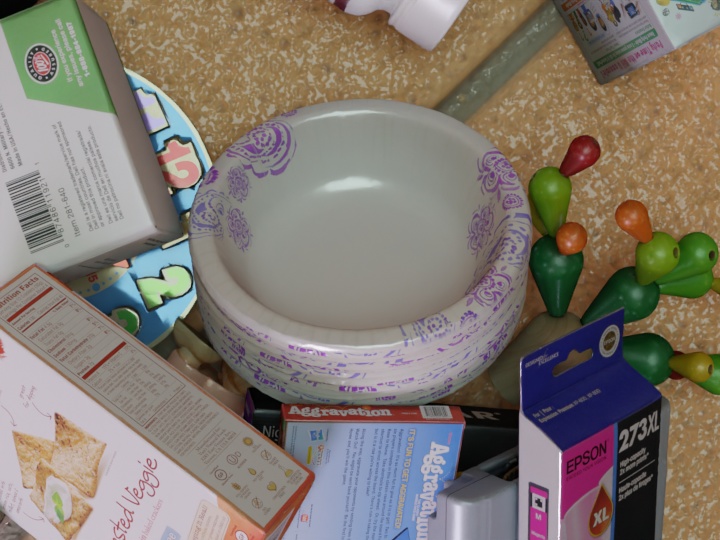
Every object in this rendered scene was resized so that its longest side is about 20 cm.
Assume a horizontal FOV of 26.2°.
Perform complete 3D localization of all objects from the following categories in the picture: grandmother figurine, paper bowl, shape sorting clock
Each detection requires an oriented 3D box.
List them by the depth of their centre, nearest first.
[{"bbox_3d":[0.000,0.000,0.923,0.199,0.105,0.202,0,49,0],"label":"paper bowl"},{"bbox_3d":[-0.140,0.135,0.960,0.121,0.061,0.200,39,89,-12],"label":"grandmother figurine"},{"bbox_3d":[-0.186,-0.035,0.964,0.199,0.039,0.202,0,89,-6],"label":"shape sorting clock"}]

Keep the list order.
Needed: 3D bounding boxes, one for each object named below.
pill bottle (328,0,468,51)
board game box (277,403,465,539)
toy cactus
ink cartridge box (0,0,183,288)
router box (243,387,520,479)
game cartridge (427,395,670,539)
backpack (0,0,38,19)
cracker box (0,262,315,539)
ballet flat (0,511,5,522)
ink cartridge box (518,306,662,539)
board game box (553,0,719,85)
[{"bbox_3d":[-0.013,-0.229,0.944,0.199,0.114,0.115,33,87,-5],"label":"pill bottle"},{"bbox_3d":[-0.004,0.166,0.894,0.102,0.019,0.201,2,118,-10],"label":"board game box"},{"bbox_3d":[0.149,0.019,0.978,0.165,0.103,0.200,-38,121,18],"label":"toy cactus"},{"bbox_3d":[-0.225,-0.053,0.905,0.199,0.084,0.146,-21,86,4],"label":"ink cartridge box"},{"bbox_3d":[0.019,0.157,0.955,0.199,0.051,0.150,5,101,-12],"label":"router box"},{"bbox_3d":[0.117,0.162,0.924,0.199,0.041,0.134,-18,112,-41],"label":"game cartridge"},{"bbox_3d":[-0.264,-0.240,0.908,0.177,0.151,0.200,-42,89,-3],"label":"backpack"},{"bbox_3d":[-0.136,0.108,0.859,0.200,0.134,0.058,36,42,10],"label":"cracker box"},{"bbox_3d":[-0.300,0.094,0.952,0.199,0.046,0.068,35,117,1],"label":"ballet flat"},{"bbox_3d":[0.129,0.130,0.877,0.094,0.037,0.201,-21,116,-41],"label":"ink cartridge box"},{"bbox_3d":[0.145,-0.224,0.946,0.064,0.148,0.201,-29,93,-8],"label":"board game box"}]
